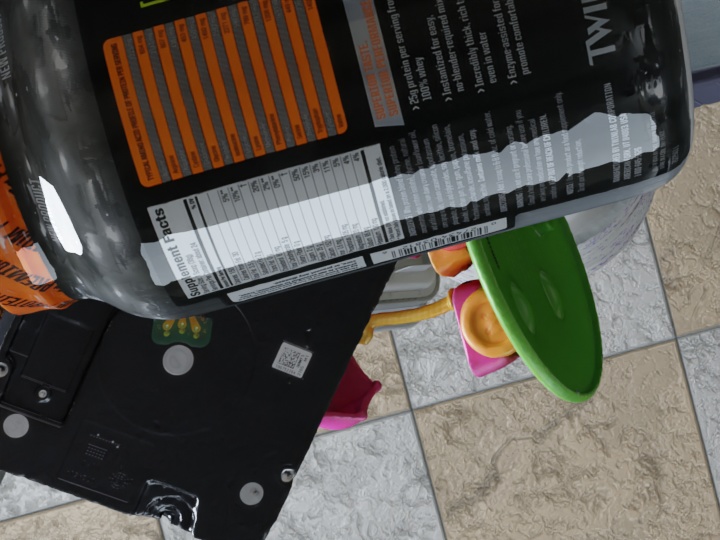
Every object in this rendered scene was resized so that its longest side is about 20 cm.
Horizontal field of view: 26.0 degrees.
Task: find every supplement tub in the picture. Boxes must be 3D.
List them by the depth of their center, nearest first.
[{"bbox_3d":[-0.016,-0.059,0.446,0.199,0.123,0.123,-14,-177,2],"label":"supplement tub"}]

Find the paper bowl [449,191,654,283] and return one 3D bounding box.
[{"bbox_3d":[0.110,-0.092,1.109,0.199,0.202,0.104,-15,156,6],"label":"paper bowl"}]

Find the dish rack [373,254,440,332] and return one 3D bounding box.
[{"bbox_3d":[-0.035,-0.046,0.927,0.199,0.173,0.043,-3,158,-46],"label":"dish rack"}]

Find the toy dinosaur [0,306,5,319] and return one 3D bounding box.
[{"bbox_3d":[-0.160,0.027,0.891,0.200,0.136,0.102,-27,163,-47],"label":"toy dinosaur"}]

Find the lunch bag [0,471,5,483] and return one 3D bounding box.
[{"bbox_3d":[-0.275,0.047,0.878,0.138,0.169,0.200,-12,152,10],"label":"lunch bag"}]

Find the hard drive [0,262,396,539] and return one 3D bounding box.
[{"bbox_3d":[-0.065,0.005,0.642,0.139,0.201,0.038,22,-171,-19],"label":"hard drive"}]

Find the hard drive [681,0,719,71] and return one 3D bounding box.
[{"bbox_3d":[0.076,-0.108,0.614,0.199,0.033,0.139,-9,162,33],"label":"hard drive"}]

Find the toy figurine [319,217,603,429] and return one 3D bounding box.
[{"bbox_3d":[0.000,0.000,0.796,0.183,0.201,0.150,-22,179,23],"label":"toy figurine"}]

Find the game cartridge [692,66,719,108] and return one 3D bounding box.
[{"bbox_3d":[0.105,-0.112,0.715,0.129,0.039,0.199,-18,156,40],"label":"game cartridge"}]
